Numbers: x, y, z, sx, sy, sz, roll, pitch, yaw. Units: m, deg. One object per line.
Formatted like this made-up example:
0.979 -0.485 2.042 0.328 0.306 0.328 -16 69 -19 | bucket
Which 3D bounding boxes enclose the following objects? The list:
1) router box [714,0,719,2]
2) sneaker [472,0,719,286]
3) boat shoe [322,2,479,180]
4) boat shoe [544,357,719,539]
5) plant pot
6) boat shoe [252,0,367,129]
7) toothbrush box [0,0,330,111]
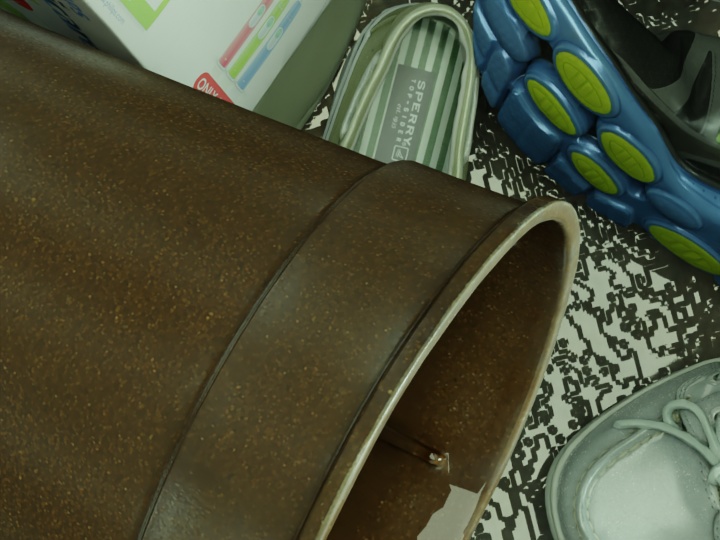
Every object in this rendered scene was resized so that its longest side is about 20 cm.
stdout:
0.063 -0.202 1.021 0.199 0.049 0.180 14 65 -1 | router box
0.119 -0.054 1.016 0.199 0.071 0.083 34 68 -21 | sneaker
0.000 0.000 1.021 0.072 0.062 0.201 10 84 -1 | boat shoe
0.163 0.060 1.020 0.201 0.065 0.075 -12 85 -3 | boat shoe
-0.066 0.026 0.875 0.198 0.200 0.201 28 84 15 | plant pot
-0.051 -0.064 1.020 0.060 0.072 0.202 22 76 17 | boat shoe
-0.118 -0.143 0.954 0.199 0.146 0.086 32 82 26 | toothbrush box
